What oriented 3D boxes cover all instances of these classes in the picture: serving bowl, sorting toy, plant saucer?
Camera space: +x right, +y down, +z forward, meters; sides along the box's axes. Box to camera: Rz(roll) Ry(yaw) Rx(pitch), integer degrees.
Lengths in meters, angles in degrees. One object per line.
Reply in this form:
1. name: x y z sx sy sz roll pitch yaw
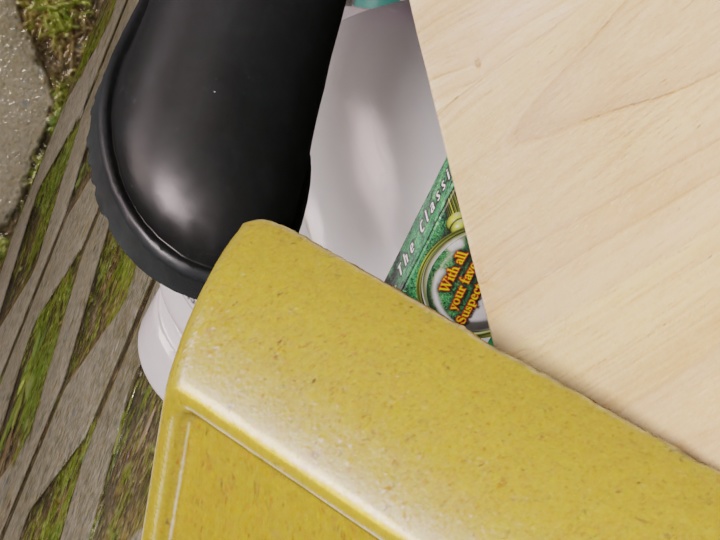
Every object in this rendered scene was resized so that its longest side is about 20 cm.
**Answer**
1. serving bowl: 0.000 0.000 0.896 0.200 0.066 0.201 171 90 -70
2. sorting toy: 0.110 -0.047 0.537 0.200 0.069 0.200 -33 63 45
3. plant saucer: 0.002 0.114 0.574 0.200 0.048 0.201 29 117 41

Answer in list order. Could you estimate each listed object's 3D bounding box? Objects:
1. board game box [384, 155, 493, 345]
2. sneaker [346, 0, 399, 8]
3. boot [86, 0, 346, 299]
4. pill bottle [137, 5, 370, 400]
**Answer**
1. board game box: 0.062 0.009 0.738 0.023 0.104 0.200 -103 36 -59
2. sneaker: 0.006 -0.179 1.219 0.071 0.080 0.201 -125 54 -70
3. boot: -0.015 -0.109 0.715 0.163 0.073 0.199 -51 24 46
4. pill bottle: -0.027 -0.016 1.094 0.114 0.113 0.200 -84 20 -45
